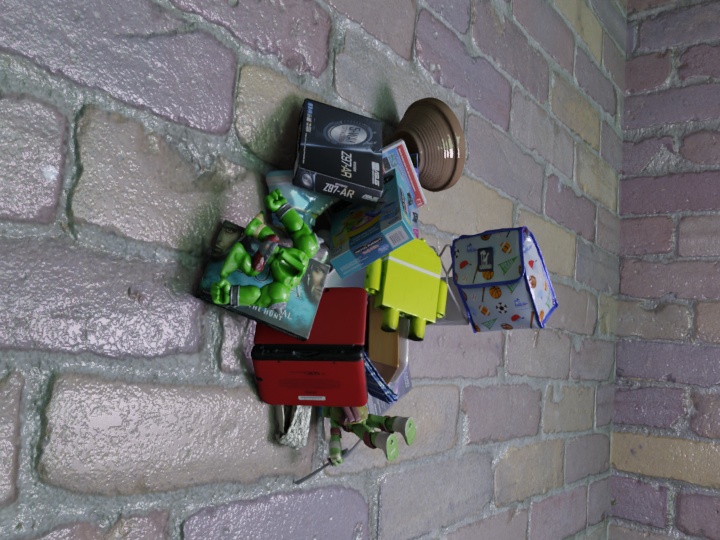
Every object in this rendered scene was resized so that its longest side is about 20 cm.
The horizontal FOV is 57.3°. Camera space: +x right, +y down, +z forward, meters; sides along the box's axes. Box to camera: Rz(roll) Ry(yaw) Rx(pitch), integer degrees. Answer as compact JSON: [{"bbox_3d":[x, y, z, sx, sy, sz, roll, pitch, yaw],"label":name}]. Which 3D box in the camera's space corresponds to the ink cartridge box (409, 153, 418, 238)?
[{"bbox_3d":[0.067,-0.143,1.398,0.042,0.117,0.206,5,86,-53],"label":"ink cartridge box"}]

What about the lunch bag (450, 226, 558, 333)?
[{"bbox_3d":[0.283,0.016,1.329,0.124,0.167,0.204,-41,116,-47],"label":"lunch bag"}]

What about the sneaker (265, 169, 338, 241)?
[{"bbox_3d":[-0.082,-0.117,1.217,0.195,0.079,0.135,-3,96,-28],"label":"sneaker"}]

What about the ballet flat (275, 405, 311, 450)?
[{"bbox_3d":[-0.116,0.223,1.202,0.071,0.070,0.206,18,75,-50],"label":"ballet flat"}]

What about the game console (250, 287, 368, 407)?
[{"bbox_3d":[-0.082,0.135,1.156,0.120,0.194,0.176,-75,161,-57],"label":"game console"}]

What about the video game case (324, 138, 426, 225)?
[{"bbox_3d":[0.020,-0.153,1.310,0.018,0.196,0.145,-115,179,-62],"label":"video game case"}]

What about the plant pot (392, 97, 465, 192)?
[{"bbox_3d":[0.131,-0.267,1.441,0.091,0.199,0.206,-19,106,-30],"label":"plant pot"}]

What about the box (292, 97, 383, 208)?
[{"bbox_3d":[-0.039,-0.215,1.196,0.156,0.044,0.203,14,47,-14],"label":"box"}]

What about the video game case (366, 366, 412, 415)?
[{"bbox_3d":[0.047,0.239,1.452,0.199,0.019,0.147,-29,112,-50],"label":"video game case"}]

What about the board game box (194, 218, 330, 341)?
[{"bbox_3d":[-0.158,0.017,1.093,0.196,0.028,0.138,24,67,-15],"label":"board game box"}]

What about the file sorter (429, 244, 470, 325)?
[{"bbox_3d":[0.155,0.027,1.454,0.126,0.197,0.140,57,49,-29],"label":"file sorter"}]

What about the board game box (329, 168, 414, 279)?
[{"bbox_3d":[0.016,-0.090,1.200,0.047,0.149,0.202,52,18,-29],"label":"board game box"}]

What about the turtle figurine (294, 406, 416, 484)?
[{"bbox_3d":[0.003,0.328,1.255,0.143,0.190,0.205,27,72,-51],"label":"turtle figurine"}]

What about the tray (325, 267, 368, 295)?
[{"bbox_3d":[0.000,0.000,1.257,0.200,0.022,0.108,-43,128,-13],"label":"tray"}]

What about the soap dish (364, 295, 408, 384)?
[{"bbox_3d":[0.045,0.136,1.314,0.201,0.079,0.162,103,-11,-69],"label":"soap dish"}]

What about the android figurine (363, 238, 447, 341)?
[{"bbox_3d":[0.089,0.024,1.236,0.178,0.041,0.205,17,67,-25],"label":"android figurine"}]

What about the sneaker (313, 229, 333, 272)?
[{"bbox_3d":[-0.056,0.023,1.286,0.081,0.074,0.203,-41,120,-28],"label":"sneaker"}]

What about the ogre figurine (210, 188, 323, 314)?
[{"bbox_3d":[-0.141,-0.017,1.041,0.118,0.099,0.202,29,51,1],"label":"ogre figurine"}]

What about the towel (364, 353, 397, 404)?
[{"bbox_3d":[-0.009,0.160,1.237,0.024,0.144,0.202,-35,96,-15],"label":"towel"}]
